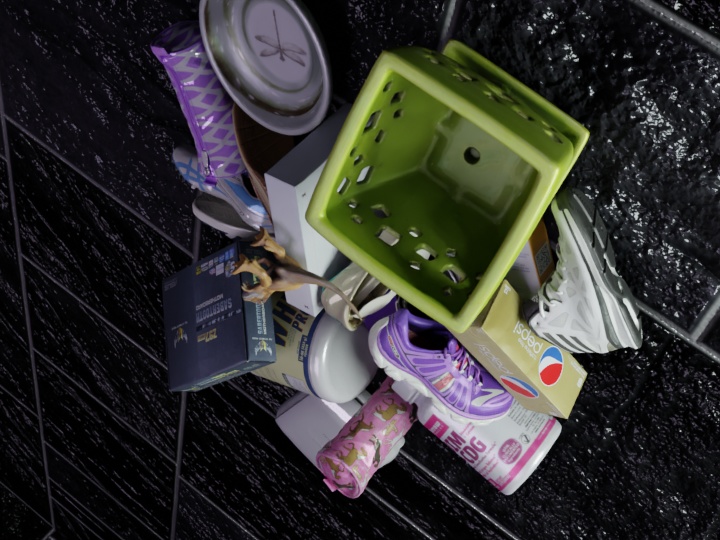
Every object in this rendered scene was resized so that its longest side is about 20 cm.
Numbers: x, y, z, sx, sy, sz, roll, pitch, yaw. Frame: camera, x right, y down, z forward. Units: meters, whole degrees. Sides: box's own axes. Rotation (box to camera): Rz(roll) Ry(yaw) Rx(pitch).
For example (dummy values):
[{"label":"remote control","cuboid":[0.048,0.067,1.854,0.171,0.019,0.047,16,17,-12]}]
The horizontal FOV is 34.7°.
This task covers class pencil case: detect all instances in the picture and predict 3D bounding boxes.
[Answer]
[{"label":"pencil case","cuboid":[-0.193,-0.206,1.422,0.083,0.085,0.202,17,137,41]},{"label":"pencil case","cuboid":[0.023,0.206,1.527,0.082,0.200,0.087,19,141,34]}]

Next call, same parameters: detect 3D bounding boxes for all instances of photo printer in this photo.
[{"label":"photo printer","cuboid":[-0.029,0.236,1.733,0.167,0.069,0.200,46,147,-3]}]

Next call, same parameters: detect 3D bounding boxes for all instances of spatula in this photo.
[{"label":"spatula","cuboid":[0.000,0.000,1.477,0.020,0.056,0.202,8,128,64]}]

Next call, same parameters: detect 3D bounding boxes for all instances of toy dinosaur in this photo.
[{"label":"toy dinosaur","cuboid":[-0.081,0.003,1.296,0.106,0.061,0.199,35,160,-29]}]

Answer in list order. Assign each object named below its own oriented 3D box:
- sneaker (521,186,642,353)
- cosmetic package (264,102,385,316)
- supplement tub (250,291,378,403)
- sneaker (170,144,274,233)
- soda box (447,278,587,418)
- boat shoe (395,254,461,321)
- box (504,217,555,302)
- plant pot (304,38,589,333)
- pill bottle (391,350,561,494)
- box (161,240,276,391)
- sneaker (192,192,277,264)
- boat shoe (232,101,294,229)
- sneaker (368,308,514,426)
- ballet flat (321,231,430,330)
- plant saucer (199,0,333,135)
[{"label":"sneaker","cuboid":[0.211,0.013,1.202,0.114,0.076,0.202,-15,120,25]},{"label":"cosmetic package","cuboid":[-0.035,-0.069,1.340,0.051,0.151,0.202,23,141,27]},{"label":"supplement tub","cuboid":[-0.082,0.086,1.560,0.198,0.145,0.146,15,137,36]},{"label":"sneaker","cuboid":[-0.169,-0.122,1.515,0.199,0.071,0.073,33,113,27]},{"label":"soda box","cuboid":[0.175,0.087,1.304,0.067,0.065,0.200,8,152,47]},{"label":"boat shoe","cuboid":[0.073,0.031,1.377,0.071,0.063,0.200,56,163,8]},{"label":"box","cuboid":[0.148,-0.042,1.276,0.118,0.041,0.202,12,132,39]},{"label":"plant pot","cuboid":[0.093,-0.096,1.111,0.199,0.181,0.201,35,122,11]},{"label":"pill bottle","cuboid":[0.143,0.174,1.445,0.199,0.113,0.114,40,146,8]},{"label":"box","cuboid":[-0.191,0.065,1.527,0.199,0.050,0.160,-22,70,48]},{"label":"sneaker","cuboid":[-0.144,-0.042,1.553,0.198,0.075,0.085,25,138,27]},{"label":"boat shoe","cuboid":[-0.109,-0.119,1.416,0.202,0.071,0.072,64,157,-1]},{"label":"sneaker","cuboid":[0.103,0.111,1.335,0.198,0.081,0.083,29,136,-20]},{"label":"ballet flat","cuboid":[0.038,-0.008,1.317,0.069,0.069,0.200,44,106,-1]},{"label":"plant saucer","cuboid":[-0.096,-0.252,1.292,0.199,0.050,0.202,29,141,27]}]
